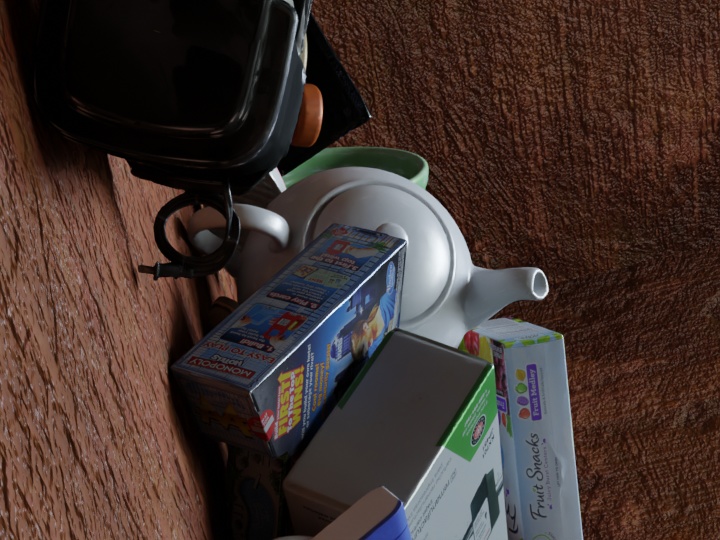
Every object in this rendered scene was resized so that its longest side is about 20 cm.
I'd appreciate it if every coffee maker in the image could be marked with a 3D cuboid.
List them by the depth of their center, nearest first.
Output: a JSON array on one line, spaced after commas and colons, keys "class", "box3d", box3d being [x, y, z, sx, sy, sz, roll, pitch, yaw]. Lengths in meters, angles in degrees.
[{"class": "coffee maker", "box3d": [-0.083, -0.093, 0.806, 0.200, 0.133, 0.194, -70, 148, -87]}]

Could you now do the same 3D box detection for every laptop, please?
[{"class": "laptop", "box3d": [-0.080, -0.175, 1.363, 0.178, 0.199, 0.103, 58, 39, -2]}]

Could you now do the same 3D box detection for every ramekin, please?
[{"class": "ramekin", "box3d": [-0.030, -0.046, 1.528, 0.200, 0.198, 0.099, -100, -176, -72]}]

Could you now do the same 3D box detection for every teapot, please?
[{"class": "teapot", "box3d": [0.000, 0.000, 1.195, 0.198, 0.199, 0.146, 54, -21, 8]}]

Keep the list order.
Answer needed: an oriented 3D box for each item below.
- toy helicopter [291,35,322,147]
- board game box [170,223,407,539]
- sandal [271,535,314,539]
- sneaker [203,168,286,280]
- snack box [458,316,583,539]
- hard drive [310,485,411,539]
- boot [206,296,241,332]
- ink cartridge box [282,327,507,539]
[{"class": "toy helicopter", "box3d": [-0.074, -0.193, 1.188, 0.201, 0.078, 0.133, -109, -149, -45]}, {"class": "board game box", "box3d": [-0.047, 0.090, 1.032, 0.199, 0.061, 0.202, -24, 124, -59]}, {"class": "sandal", "box3d": [-0.029, 0.251, 0.992, 0.059, 0.078, 0.208, -106, -176, -55]}, {"class": "sneaker", "box3d": [-0.101, -0.095, 1.299, 0.105, 0.075, 0.202, -92, 166, -57]}, {"class": "snack box", "box3d": [0.124, 0.145, 1.244, 0.142, 0.052, 0.202, -156, -121, -79]}, {"class": "hard drive", "box3d": [-0.012, 0.234, 0.931, 0.025, 0.132, 0.201, 33, -30, 39]}, {"class": "boot", "box3d": [-0.064, 0.114, 1.159, 0.201, 0.075, 0.074, 58, -19, -3]}, {"class": "ink cartridge box", "box3d": [0.030, 0.165, 1.059, 0.147, 0.082, 0.201, -54, 150, -35]}]
